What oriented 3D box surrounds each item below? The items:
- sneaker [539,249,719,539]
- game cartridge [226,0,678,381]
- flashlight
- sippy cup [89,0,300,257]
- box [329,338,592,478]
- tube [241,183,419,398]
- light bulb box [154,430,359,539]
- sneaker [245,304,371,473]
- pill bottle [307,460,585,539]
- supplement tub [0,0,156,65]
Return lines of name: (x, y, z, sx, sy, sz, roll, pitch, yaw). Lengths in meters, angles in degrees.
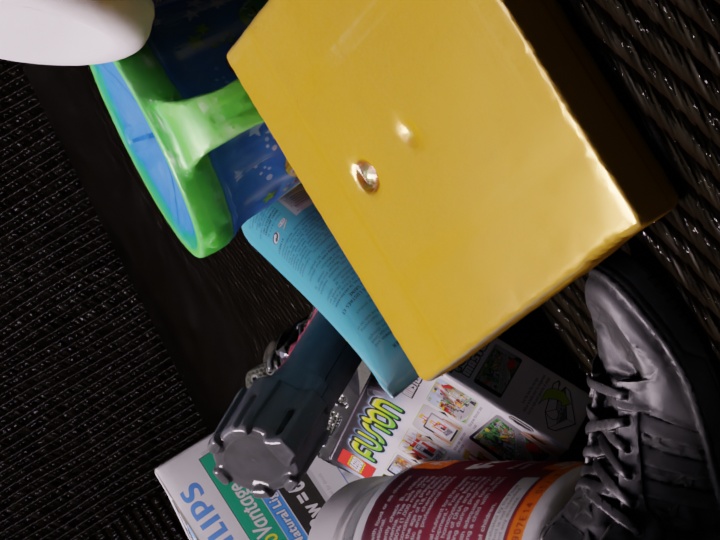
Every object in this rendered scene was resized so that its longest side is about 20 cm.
sneaker: (0.115, 0.100, 0.980, 0.201, 0.104, 0.060, 63, 171, -20)
game cartridge: (0.031, -0.062, 0.955, 0.177, 0.032, 0.200, 59, 148, 5)
flashlight: (-0.021, 0.039, 1.253, 0.067, 0.200, 0.068, 15, 136, 20)
sippy cup: (-0.059, -0.096, 1.204, 0.178, 0.130, 0.140, 52, 166, 45)
box: (0.051, 0.088, 1.259, 0.110, 0.035, 0.200, 32, 156, 3)
tube: (0.000, 0.000, 1.185, 0.050, 0.077, 0.200, 49, 174, -33)
light bulb box: (-0.017, 0.177, 1.650, 0.125, 0.199, 0.199, 53, 169, 31)
sneaker: (-0.022, 0.036, 1.415, 0.113, 0.076, 0.201, 13, 126, 26)
pill bottle: (0.066, 0.154, 1.182, 0.199, 0.114, 0.115, -6, 118, 53)
supplement tub: (-0.159, -0.212, 1.103, 0.145, 0.144, 0.202, 124, 154, -80)
